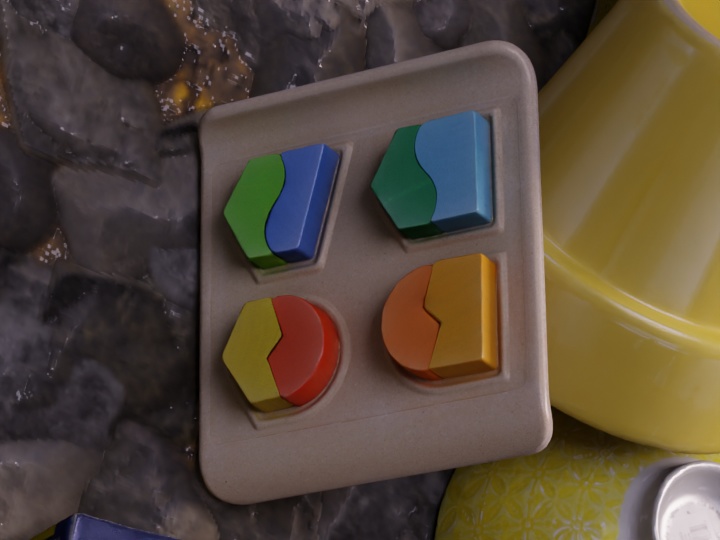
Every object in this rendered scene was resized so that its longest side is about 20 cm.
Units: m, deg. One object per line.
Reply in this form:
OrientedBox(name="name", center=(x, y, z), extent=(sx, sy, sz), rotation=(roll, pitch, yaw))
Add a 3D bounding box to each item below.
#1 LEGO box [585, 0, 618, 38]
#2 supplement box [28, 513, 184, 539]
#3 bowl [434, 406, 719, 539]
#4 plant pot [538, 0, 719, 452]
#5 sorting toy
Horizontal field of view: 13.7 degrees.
OrientedBox(name="LEGO box", center=(0.209, -0.142, 1.655), extent=(0.148, 0.077, 0.201), rotation=(20, 60, -6))
OrientedBox(name="supplement box", center=(-0.122, 0.188, 1.261), extent=(0.109, 0.200, 0.109), rotation=(17, 63, -26))
OrientedBox(name="bowl", center=(0.148, 0.148, 1.507), extent=(0.199, 0.108, 0.201), rotation=(12, 66, -28))
OrientedBox(name="plant pot", center=(0.157, -0.044, 1.481), extent=(0.200, 0.189, 0.201), rotation=(21, 29, -12))
OrientedBox(name="sorting toy", center=(0.000, 0.000, 1.432), extent=(0.036, 0.184, 0.201), rotation=(28, 55, -58))
